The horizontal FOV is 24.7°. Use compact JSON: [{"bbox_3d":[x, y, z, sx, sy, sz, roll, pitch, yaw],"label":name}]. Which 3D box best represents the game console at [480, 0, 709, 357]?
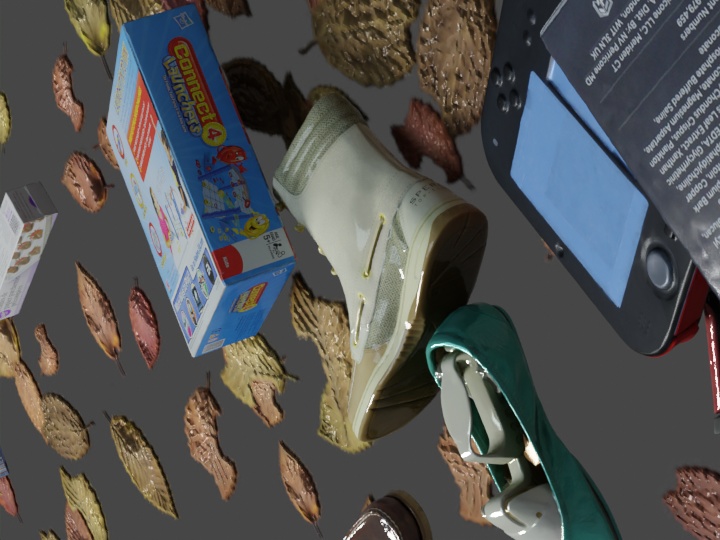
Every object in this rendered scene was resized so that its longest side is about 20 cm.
[{"bbox_3d":[0.126,-0.072,0.863,0.201,0.031,0.178,55,154,39],"label":"game console"}]

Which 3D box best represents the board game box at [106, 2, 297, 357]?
[{"bbox_3d":[-0.121,-0.059,1.189,0.200,0.055,0.198,127,123,-70],"label":"board game box"}]

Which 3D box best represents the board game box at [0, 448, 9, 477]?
[{"bbox_3d":[-0.535,0.243,1.889,0.199,0.198,0.062,-7,104,56],"label":"board game box"}]

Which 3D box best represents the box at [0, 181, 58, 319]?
[{"bbox_3d":[-0.340,-0.015,1.606,0.042,0.038,0.200,58,146,17],"label":"box"}]

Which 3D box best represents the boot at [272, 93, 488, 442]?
[{"bbox_3d":[0.000,0.000,1.095,0.155,0.072,0.202,44,135,32],"label":"boot"}]

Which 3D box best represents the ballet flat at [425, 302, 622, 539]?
[{"bbox_3d":[0.095,0.119,1.027,0.067,0.070,0.202,-35,79,56],"label":"ballet flat"}]

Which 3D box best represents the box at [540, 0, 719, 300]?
[{"bbox_3d":[0.211,-0.072,0.634,0.201,0.195,0.118,57,146,15],"label":"box"}]

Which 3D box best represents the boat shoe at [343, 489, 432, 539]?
[{"bbox_3d":[0.001,0.248,1.238,0.070,0.070,0.202,45,139,31],"label":"boat shoe"}]

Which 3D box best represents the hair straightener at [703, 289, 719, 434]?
[{"bbox_3d":[0.204,0.033,0.843,0.077,0.041,0.203,17,117,50],"label":"hair straightener"}]
